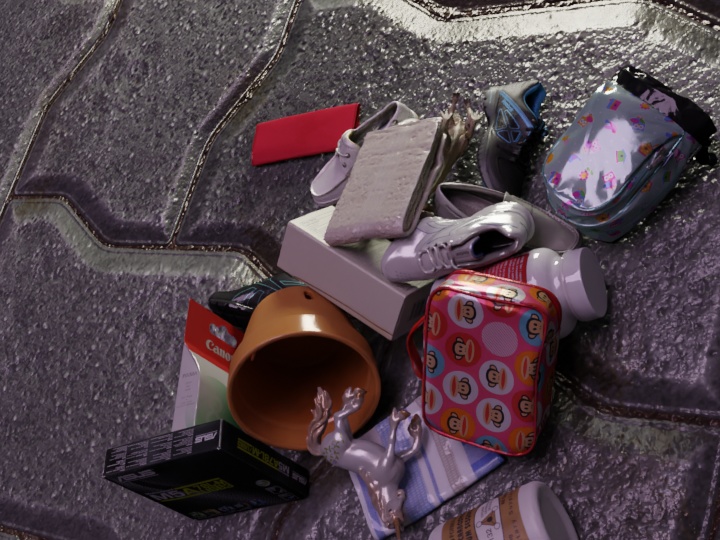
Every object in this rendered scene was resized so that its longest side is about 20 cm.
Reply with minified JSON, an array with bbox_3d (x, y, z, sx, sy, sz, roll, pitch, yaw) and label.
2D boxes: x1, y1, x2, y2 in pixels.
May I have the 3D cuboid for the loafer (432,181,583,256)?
[{"bbox_3d":[0.184,-0.062,1.522,0.198,0.070,0.071,16,67,14],"label":"loafer"}]

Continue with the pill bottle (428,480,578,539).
[{"bbox_3d":[0.136,0.325,1.341,0.199,0.114,0.115,-30,50,20],"label":"pill bottle"}]

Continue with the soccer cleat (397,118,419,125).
[{"bbox_3d":[0.035,-0.146,1.687,0.077,0.070,0.201,-11,33,39],"label":"soccer cleat"}]

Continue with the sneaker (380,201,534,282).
[{"bbox_3d":[0.113,-0.030,1.471,0.198,0.075,0.087,-19,13,18],"label":"sneaker"}]

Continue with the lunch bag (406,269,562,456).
[{"bbox_3d":[0.137,0.106,1.405,0.174,0.082,0.202,13,114,21],"label":"lunch bag"}]

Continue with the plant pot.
[{"bbox_3d":[-0.077,0.117,1.586,0.199,0.200,0.141,-33,32,17],"label":"plant pot"}]

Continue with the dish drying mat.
[{"bbox_3d":[-0.086,-0.211,1.886,0.198,0.018,0.078,-7,62,33],"label":"dish drying mat"}]

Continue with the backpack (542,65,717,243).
[{"bbox_3d":[0.313,-0.138,1.469,0.201,0.126,0.167,-52,50,5],"label":"backpack"}]

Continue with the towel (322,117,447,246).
[{"bbox_3d":[0.036,-0.114,1.564,0.131,0.035,0.201,-8,46,38],"label":"towel"}]

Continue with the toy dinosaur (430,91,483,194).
[{"bbox_3d":[0.128,-0.173,1.639,0.058,0.102,0.201,15,45,5],"label":"toy dinosaur"}]

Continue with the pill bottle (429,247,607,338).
[{"bbox_3d":[0.193,0.038,1.467,0.198,0.112,0.113,-16,56,29],"label":"pill bottle"}]

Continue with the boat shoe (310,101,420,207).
[{"bbox_3d":[-0.006,-0.177,1.769,0.200,0.069,0.071,-42,49,11],"label":"boat shoe"}]

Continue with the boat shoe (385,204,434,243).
[{"bbox_3d":[0.059,-0.046,1.642,0.199,0.071,0.071,2,51,48],"label":"boat shoe"}]

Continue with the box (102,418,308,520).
[{"bbox_3d":[-0.200,0.265,1.575,0.198,0.193,0.048,-16,57,28],"label":"box"}]

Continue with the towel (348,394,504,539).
[{"bbox_3d":[0.073,0.230,1.507,0.199,0.024,0.148,-35,50,16],"label":"towel"}]

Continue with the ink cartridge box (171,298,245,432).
[{"bbox_3d":[-0.181,0.155,1.646,0.050,0.161,0.202,-12,58,31],"label":"ink cartridge box"}]

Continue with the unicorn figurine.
[{"bbox_3d":[0.016,0.230,1.485,0.199,0.074,0.139,22,87,36],"label":"unicorn figurine"}]

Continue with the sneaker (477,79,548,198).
[{"bbox_3d":[0.205,-0.171,1.605,0.081,0.073,0.202,-13,58,30],"label":"sneaker"}]

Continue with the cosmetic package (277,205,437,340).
[{"bbox_3d":[0.000,0.000,1.590,0.199,0.103,0.074,32,122,26],"label":"cosmetic package"}]

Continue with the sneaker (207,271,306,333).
[{"bbox_3d":[-0.131,0.047,1.745,0.198,0.076,0.080,5,56,30],"label":"sneaker"}]
